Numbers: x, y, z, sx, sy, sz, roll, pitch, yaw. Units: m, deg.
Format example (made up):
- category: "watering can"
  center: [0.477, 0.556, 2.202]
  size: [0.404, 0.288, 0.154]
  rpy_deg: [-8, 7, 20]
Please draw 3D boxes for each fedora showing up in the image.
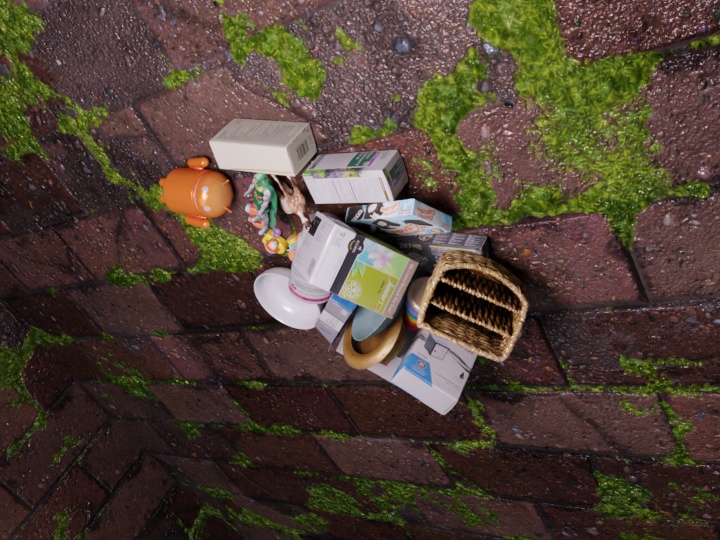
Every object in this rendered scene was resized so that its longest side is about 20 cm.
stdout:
- category: "fedora"
  center: [0.046, 0.150, 1.625]
  size: [0.200, 0.201, 0.082]
  rpy_deg: [-14, 139, 43]

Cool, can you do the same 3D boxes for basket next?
- category: "basket"
  center: [0.230, 0.062, 1.388]
  size: [0.200, 0.149, 0.143]
  rpy_deg: [25, 118, 1]

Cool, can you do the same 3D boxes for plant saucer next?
- category: "plant saucer"
  center: [0.052, 0.075, 1.549]
  size: [0.039, 0.201, 0.201]
  rpy_deg: [33, 143, -17]

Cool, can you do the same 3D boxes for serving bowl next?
- category: "serving bowl"
  center: [-0.178, 0.063, 1.841]
  size: [0.200, 0.066, 0.200]
  rpy_deg: [20, 139, 18]

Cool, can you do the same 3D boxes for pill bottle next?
- category: "pill bottle"
  center: [-0.100, -0.029, 1.632]
  size: [0.113, 0.113, 0.200]
  rpy_deg: [24, 129, 11]

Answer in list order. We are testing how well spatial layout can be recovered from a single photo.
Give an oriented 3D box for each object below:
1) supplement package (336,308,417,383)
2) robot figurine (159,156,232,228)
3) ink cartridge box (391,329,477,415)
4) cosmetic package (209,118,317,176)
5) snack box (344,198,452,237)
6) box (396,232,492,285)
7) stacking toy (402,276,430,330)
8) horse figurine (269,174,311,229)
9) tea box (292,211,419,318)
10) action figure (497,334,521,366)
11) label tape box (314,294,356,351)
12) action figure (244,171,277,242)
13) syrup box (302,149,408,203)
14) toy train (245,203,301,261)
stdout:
- category: "supplement package"
  center: [0.062, 0.181, 1.753]
  size: [0.200, 0.120, 0.121]
  rpy_deg: [29, 142, 6]
- category: "robot figurine"
  center: [-0.392, -0.190, 1.684]
  size: [0.200, 0.144, 0.117]
  rpy_deg: [10, 159, 28]
- category: "ink cartridge box"
  center: [0.182, 0.210, 1.633]
  size: [0.146, 0.200, 0.086]
  rpy_deg: [32, 140, 1]
- category: "cosmetic package"
  center: [-0.206, -0.264, 1.485]
  size: [0.200, 0.104, 0.073]
  rpy_deg: [10, 135, 29]
- category: "snack box"
  center: [0.076, -0.105, 1.439]
  size: [0.116, 0.037, 0.200]
  rpy_deg: [19, 166, -39]
- category: "box"
  center: [0.188, -0.010, 1.519]
  size: [0.200, 0.049, 0.161]
  rpy_deg: [7, 137, 31]
- category: "stacking toy"
  center: [0.132, 0.089, 1.577]
  size: [0.085, 0.085, 0.200]
  rpy_deg: [29, 157, 6]
- category: "horse figurine"
  center: [-0.163, -0.166, 1.555]
  size: [0.133, 0.050, 0.200]
  rpy_deg: [58, 166, -20]
- category: "tea box"
  center: [-0.015, -0.016, 1.459]
  size: [0.196, 0.134, 0.200]
  rpy_deg: [23, -174, -17]
- category: "action figure"
  center: [0.259, 0.133, 1.559]
  size: [0.193, 0.105, 0.200]
  rpy_deg: [21, 162, -12]
- category: "label tape box"
  center: [-0.045, 0.085, 1.676]
  size: [0.063, 0.144, 0.200]
  rpy_deg: [32, 142, 2]
- category: "action figure"
  center: [-0.221, -0.159, 1.564]
  size: [0.118, 0.055, 0.200]
  rpy_deg: [54, 157, 23]
- category: "syrup box"
  center: [-0.010, -0.192, 1.442]
  size: [0.200, 0.079, 0.082]
  rpy_deg: [2, 132, 34]
- category: "toy train"
  center: [-0.196, -0.087, 1.703]
  size: [0.200, 0.056, 0.150]
  rpy_deg: [21, 140, 16]
